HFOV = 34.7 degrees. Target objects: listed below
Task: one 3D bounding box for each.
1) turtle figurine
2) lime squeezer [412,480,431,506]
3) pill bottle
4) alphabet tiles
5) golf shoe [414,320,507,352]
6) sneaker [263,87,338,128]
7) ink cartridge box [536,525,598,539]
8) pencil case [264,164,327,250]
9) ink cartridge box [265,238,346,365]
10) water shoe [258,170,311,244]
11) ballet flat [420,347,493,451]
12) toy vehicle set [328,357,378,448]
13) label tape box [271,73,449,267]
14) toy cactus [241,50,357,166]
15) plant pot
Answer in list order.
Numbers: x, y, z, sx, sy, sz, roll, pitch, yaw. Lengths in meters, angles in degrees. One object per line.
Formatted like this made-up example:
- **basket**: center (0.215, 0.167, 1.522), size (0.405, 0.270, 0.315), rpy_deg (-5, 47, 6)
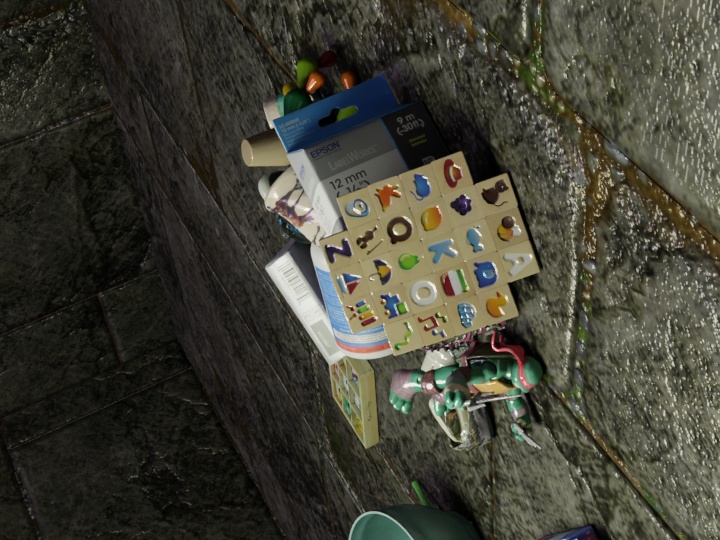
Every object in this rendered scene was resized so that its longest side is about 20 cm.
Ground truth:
- **turtle figurine**: center (0.131, 0.126, 1.224), size (0.149, 0.102, 0.199), rpy_deg (31, 156, -33)
- **lime squeezer**: center (0.128, 0.399, 1.733), size (0.201, 0.038, 0.071), rpy_deg (60, -167, 20)
- **pill bottle**: center (0.000, 0.000, 1.446), size (0.112, 0.111, 0.202), rpy_deg (41, 151, 56)
- **alphabet tiles**: center (0.065, -0.014, 1.114), size (0.006, 0.198, 0.168), rpy_deg (-47, -63, -73)
- **golf shoe**: center (0.100, 0.035, 1.252), size (0.200, 0.072, 0.093), rpy_deg (145, 128, -61)
- **sneaker**: center (-0.053, -0.165, 1.482), size (0.200, 0.079, 0.072), rpy_deg (53, -161, -60)
- **ink cartridge box**: center (0.243, 0.347, 1.266), size (0.120, 0.042, 0.200), rpy_deg (64, 166, 12)
- **pencil case**: center (-0.014, -0.041, 1.261), size (0.199, 0.078, 0.090), rpy_deg (39, 131, 12)
- **ink cartridge box**: center (-0.047, 0.020, 1.607), size (0.163, 0.057, 0.200), rpy_deg (56, -155, -9)
- **water shoe**: center (-0.078, -0.066, 1.495), size (0.199, 0.078, 0.072), rpy_deg (23, -135, -52)
- **ballet flat**: center (0.108, 0.130, 1.357), size (0.072, 0.071, 0.202), rpy_deg (36, 145, 60)
- **toy vehicle set**: center (-0.014, 0.186, 1.891), size (0.125, 0.026, 0.201), rpy_deg (54, 159, 38)
- **label tape box**: center (0.013, -0.110, 1.202), size (0.202, 0.142, 0.066), rpy_deg (63, 164, 12)
- **toy cactus**: center (-0.063, -0.153, 1.352), size (0.102, 0.163, 0.203), rpy_deg (-12, 91, 63)
- **plant pot**: center (0.093, 0.414, 1.619), size (0.199, 0.133, 0.203), rpy_deg (23, 120, 47)
